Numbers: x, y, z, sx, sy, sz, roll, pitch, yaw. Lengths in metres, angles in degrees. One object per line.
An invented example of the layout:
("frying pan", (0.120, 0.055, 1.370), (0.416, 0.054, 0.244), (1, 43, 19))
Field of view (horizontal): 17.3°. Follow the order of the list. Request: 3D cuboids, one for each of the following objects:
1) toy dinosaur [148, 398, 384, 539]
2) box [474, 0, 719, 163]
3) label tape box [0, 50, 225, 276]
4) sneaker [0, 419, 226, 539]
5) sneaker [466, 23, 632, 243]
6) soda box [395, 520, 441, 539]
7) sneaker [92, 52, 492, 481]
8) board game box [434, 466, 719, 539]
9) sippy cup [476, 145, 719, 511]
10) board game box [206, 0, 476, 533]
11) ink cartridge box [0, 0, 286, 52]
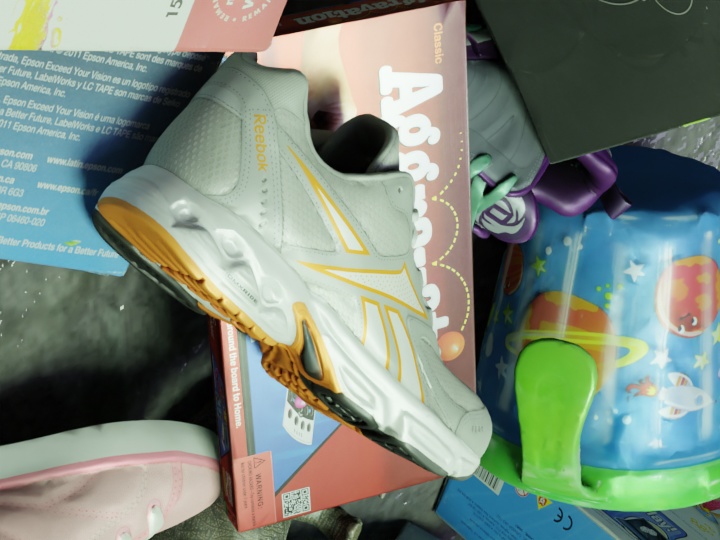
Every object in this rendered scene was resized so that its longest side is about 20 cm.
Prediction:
("toy dinosaur", (-0.050, 0.098, 0.963), (0.077, 0.102, 0.200), (43, 70, -79))
("box", (0.154, -0.146, 0.896), (0.200, 0.148, 0.125), (-32, 99, -28))
("label tape box", (-0.103, -0.104, 0.759), (0.144, 0.063, 0.200), (9, 113, -50))
("sneaker", (-0.126, 0.117, 0.867), (0.200, 0.105, 0.075), (-4, 157, -41))
("sneaker", (0.026, -0.049, 0.909), (0.200, 0.088, 0.074), (-10, 149, -42))
("soda box", (0.019, 0.175, 1.036), (0.064, 0.068, 0.200), (-62, 175, 12))
("sneaker", (0.000, 0.000, 0.830), (0.092, 0.076, 0.200), (-56, 135, -10))
("board game box", (0.173, 0.137, 1.137), (0.196, 0.200, 0.056), (-3, 122, -45))
("sippy cup", (0.115, 0.018, 1.048), (0.139, 0.178, 0.131), (-2, 112, -13))
("board game box", (-0.008, -0.002, 0.880), (0.103, 0.019, 0.200), (-14, 120, -19))
("ink cartridge box", (-0.095, -0.123, 0.635), (0.200, 0.067, 0.117), (-5, 127, -45))
